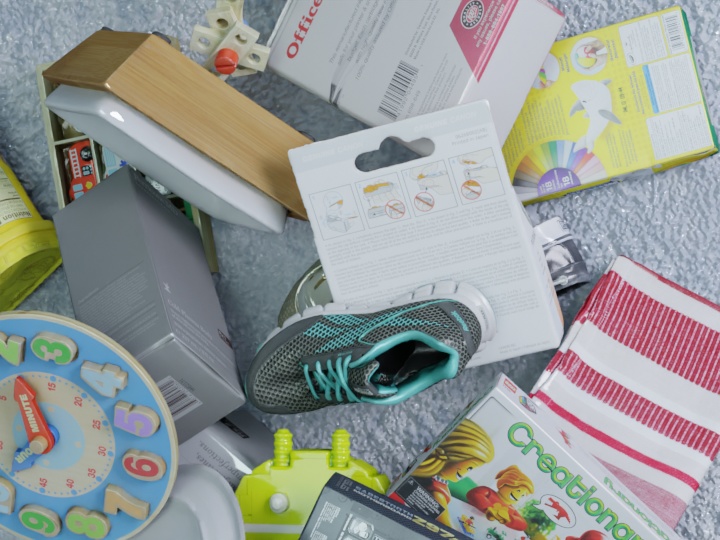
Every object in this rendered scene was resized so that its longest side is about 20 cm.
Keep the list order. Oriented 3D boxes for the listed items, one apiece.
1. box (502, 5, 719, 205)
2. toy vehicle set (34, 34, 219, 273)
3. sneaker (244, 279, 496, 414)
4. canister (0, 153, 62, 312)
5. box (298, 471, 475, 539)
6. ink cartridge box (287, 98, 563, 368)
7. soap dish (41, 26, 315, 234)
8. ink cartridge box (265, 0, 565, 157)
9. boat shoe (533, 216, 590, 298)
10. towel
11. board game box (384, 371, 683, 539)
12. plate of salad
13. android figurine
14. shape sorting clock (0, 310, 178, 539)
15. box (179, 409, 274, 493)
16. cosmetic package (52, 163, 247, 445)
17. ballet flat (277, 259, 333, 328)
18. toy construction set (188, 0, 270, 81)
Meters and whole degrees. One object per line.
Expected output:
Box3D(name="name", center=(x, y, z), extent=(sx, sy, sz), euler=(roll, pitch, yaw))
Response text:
Box3D(name="box", center=(0.169, -0.121, 1.594), extent=(0.198, 0.048, 0.119), euler=(-14, 85, 14))
Box3D(name="toy vehicle set", center=(-0.195, -0.085, 1.714), extent=(0.123, 0.026, 0.202), euler=(-12, 86, 16))
Box3D(name="sneaker", center=(0.000, 0.066, 1.501), extent=(0.198, 0.091, 0.078), euler=(-20, 107, 19))
Box3D(name="canister", center=(-0.355, -0.056, 1.725), extent=(0.148, 0.086, 0.201), euler=(-40, 77, 25))
Box3D(name="box", center=(0.006, 0.269, 1.462), extent=(0.157, 0.051, 0.201), euler=(25, 100, 6))
Box3D(name="ink cartridge box", center=(0.049, -0.021, 1.533), extent=(0.161, 0.050, 0.202), euler=(-13, 106, 15))
Box3D(name="soap dish", center=(-0.136, -0.111, 1.590), extent=(0.199, 0.157, 0.082), euler=(33, 82, -26))
Box3D(name="ink cartridge box", center=(0.038, -0.178, 1.584), extent=(0.199, 0.085, 0.147), euler=(32, 99, 35))
Box3D(name="boat shoe", center=(0.087, 0.035, 1.608), extent=(0.199, 0.072, 0.068), euler=(-30, 80, 7))
Box3D(name="towel", center=(0.209, 0.092, 1.534), extent=(0.143, 0.023, 0.201), euler=(28, 62, 13))
Box3D(name="board game box", center=(0.131, 0.186, 1.469), extent=(0.200, 0.035, 0.126), euler=(42, 112, -2))
Box3D(name="plate of salad", center=(-0.142, 0.242, 1.511), extent=(0.199, 0.048, 0.202), euler=(-29, 48, 38))
Box3D(name="android figurine", center=(-0.034, 0.218, 1.520), extent=(0.180, 0.041, 0.202), euler=(1, 91, 16))
Box3D(name="shape sorting clock", center=(-0.229, 0.121, 1.501), extent=(0.198, 0.039, 0.202), euler=(9, 119, 16))
Box3D(name="box", center=(-0.096, 0.250, 1.625), extent=(0.199, 0.131, 0.201), euler=(39, 100, 13))
Box3D(name="cosmetic package", center=(-0.165, 0.027, 1.588), extent=(0.090, 0.107, 0.201), euler=(-31, 47, 15))
Box3D(name="ballet flat", center=(0.000, 0.000, 1.626), extent=(0.200, 0.062, 0.068), euler=(-38, 74, 19))
Box3D(name="toy construction set", center=(-0.095, -0.249, 1.606), extent=(0.131, 0.092, 0.202), euler=(-26, 48, 33))
